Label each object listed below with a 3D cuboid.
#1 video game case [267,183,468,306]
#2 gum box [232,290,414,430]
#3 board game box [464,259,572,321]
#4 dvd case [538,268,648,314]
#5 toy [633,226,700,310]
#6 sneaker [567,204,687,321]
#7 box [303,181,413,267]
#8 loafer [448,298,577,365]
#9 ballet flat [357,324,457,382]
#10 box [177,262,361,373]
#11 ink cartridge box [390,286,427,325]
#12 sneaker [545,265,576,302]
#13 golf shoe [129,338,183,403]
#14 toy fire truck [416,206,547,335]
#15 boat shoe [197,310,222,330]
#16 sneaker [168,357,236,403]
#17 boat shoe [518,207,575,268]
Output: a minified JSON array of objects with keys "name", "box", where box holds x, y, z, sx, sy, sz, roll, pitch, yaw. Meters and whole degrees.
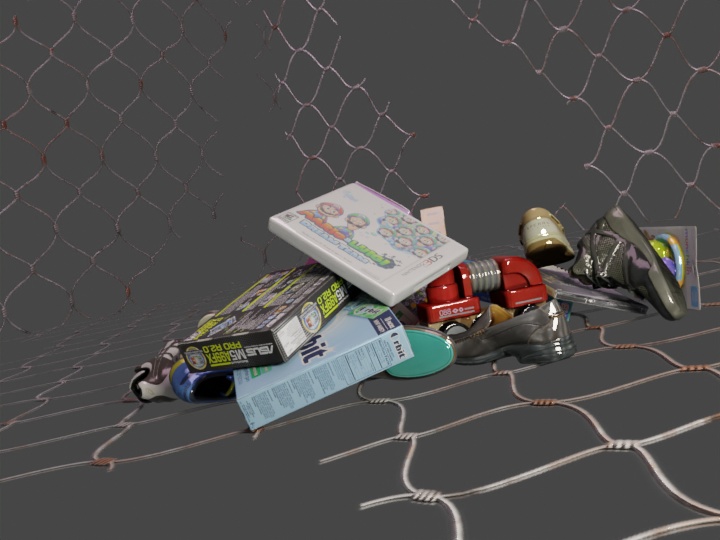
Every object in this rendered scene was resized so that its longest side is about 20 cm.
[{"name":"video game case","box":[0.012,-0.040,1.129,0.200,0.024,0.182,31,35,24]},{"name":"gum box","box":[-0.052,0.097,1.041,0.199,0.045,0.170,-23,17,-4]},{"name":"board game box","box":[0.231,0.026,1.384,0.199,0.045,0.152,14,8,9]},{"name":"dvd case","box":[0.316,0.023,1.320,0.148,0.016,0.200,10,10,-14]},{"name":"toy","box":[0.428,-0.005,1.292,0.047,0.116,0.200,-5,3,-5]},{"name":"sneaker","box":[0.367,0.011,1.224,0.114,0.200,0.076,-42,-41,20]},{"name":"box","box":[0.000,0.000,1.302,0.096,0.201,0.176,29,-6,19]},{"name":"loafer","box":[0.172,0.077,1.103,0.199,0.073,0.073,-8,5,35]},{"name":"ballet flat","box":[0.028,0.106,1.109,0.199,0.073,0.073,-11,3,17]},{"name":"box","box":[-0.105,0.053,1.092,0.160,0.044,0.200,-12,19,35]},{"name":"ink cartridge box","box":[0.085,0.056,1.404,0.109,0.050,0.200,-48,-5,11]},{"name":"sneaker","box":[0.330,0.014,1.501,0.199,0.088,0.076,-9,2,-14]},{"name":"golf shoe","box":[-0.287,0.145,1.262,0.094,0.078,0.200,-11,3,-18]},{"name":"toy fire truck","box":[0.158,0.004,1.249,0.175,0.201,0.129,-11,4,-11]},{"name":"boat shoe","box":[-0.135,0.090,1.256,0.199,0.071,0.063,14,33,-17]},{"name":"sneaker","box":[-0.151,0.140,1.172,0.199,0.066,0.078,-10,22,-29]},{"name":"boat shoe","box":[0.268,-0.046,1.274,0.074,0.067,0.200,-14,-12,9]}]
